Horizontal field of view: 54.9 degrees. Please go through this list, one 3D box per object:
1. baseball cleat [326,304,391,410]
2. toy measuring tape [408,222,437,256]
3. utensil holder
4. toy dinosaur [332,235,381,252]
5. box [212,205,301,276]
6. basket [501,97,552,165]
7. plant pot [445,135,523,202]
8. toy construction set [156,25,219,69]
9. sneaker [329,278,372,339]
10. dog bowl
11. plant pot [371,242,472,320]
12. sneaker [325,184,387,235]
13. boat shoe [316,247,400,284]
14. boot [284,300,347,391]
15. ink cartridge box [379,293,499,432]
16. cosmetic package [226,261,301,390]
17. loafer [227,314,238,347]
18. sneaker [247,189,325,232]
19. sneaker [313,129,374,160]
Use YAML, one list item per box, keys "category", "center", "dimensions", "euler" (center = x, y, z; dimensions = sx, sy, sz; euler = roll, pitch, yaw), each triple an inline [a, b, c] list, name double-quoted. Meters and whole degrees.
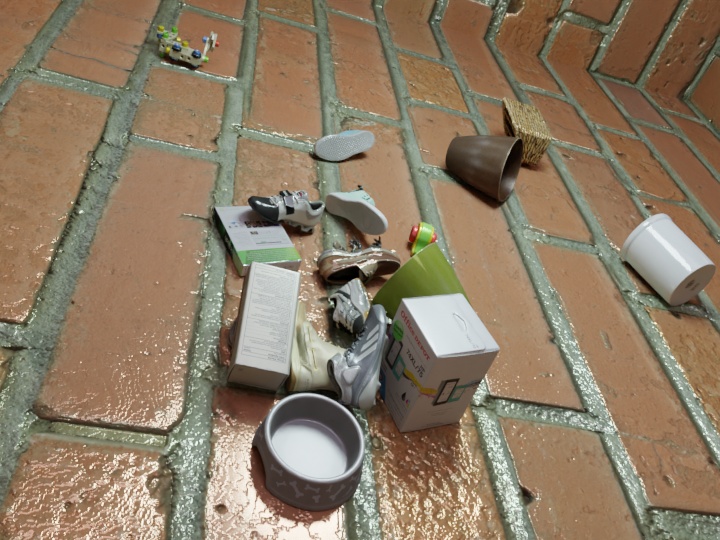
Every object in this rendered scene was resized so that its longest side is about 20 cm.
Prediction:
- category: "baseball cleat"
  center: [-0.004, 0.145, 1.247]
  dimensions: [0.104, 0.070, 0.204]
  euler: [16, 57, -15]
- category: "toy measuring tape"
  center: [0.151, -0.062, 1.697]
  dimensions: [0.072, 0.075, 0.202]
  euler: [19, 36, -4]
- category: "utensil holder"
  center: [0.863, -0.028, 1.944]
  dimensions: [0.166, 0.172, 0.202]
  euler: [-4, 45, -31]
- category: "toy dinosaur"
  center: [0.017, -0.042, 1.629]
  dimensions: [0.195, 0.048, 0.089]
  euler: [13, 40, -20]
- category: "box"
  center: [-0.232, -0.070, 1.540]
  dimensions: [0.141, 0.037, 0.201]
  euler: [-5, 43, -32]
- category: "basket"
  center: [0.527, -0.458, 2.323]
  dimensions: [0.145, 0.144, 0.203]
  euler: [11, 43, -18]
- category: "plant pot"
  center: [0.359, -0.325, 2.067]
  dimensions: [0.196, 0.191, 0.186]
  euler: [20, 33, 24]
- category: "toy construction set"
  center: [-0.530, -0.681, 2.110]
  dimensions: [0.194, 0.094, 0.133]
  euler: [3, 38, -7]
- category: "sneaker"
  center: [-0.011, 0.109, 1.399]
  dimensions: [0.086, 0.076, 0.202]
  euler: [-26, 39, 7]
- category: "dog bowl"
  center: [-0.080, 0.290, 1.147]
  dimensions: [0.195, 0.060, 0.202]
  euler: [14, 38, -11]
- category: "plant pot"
  center: [0.154, 0.082, 1.452]
  dimensions: [0.201, 0.188, 0.186]
  euler: [49, 42, 11]
- category: "sneaker"
  center: [0.018, -0.155, 1.718]
  dimensions: [0.198, 0.076, 0.117]
  euler: [30, 34, 35]
- category: "boat shoe"
  center: [0.000, 0.000, 1.546]
  dimensions: [0.194, 0.077, 0.073]
  euler: [-4, 45, -17]
- category: "boot"
  center: [-0.068, 0.149, 1.317]
  dimensions: [0.151, 0.074, 0.203]
  euler: [10, 40, -16]
- category: "ink cartridge box"
  center: [0.133, 0.169, 1.287]
  dimensions: [0.143, 0.203, 0.148]
  euler: [-3, 42, -29]
- category: "cosmetic package"
  center: [-0.174, 0.100, 1.253]
  dimensions: [0.101, 0.088, 0.204]
  euler: [15, 57, -15]
- category: "loafer"
  center: [-0.192, 0.077, 1.350]
  dimensions: [0.071, 0.064, 0.200]
  euler: [28, 37, 10]
- category: "sneaker"
  center: [-0.166, -0.155, 1.586]
  dimensions: [0.197, 0.089, 0.075]
  euler: [11, 35, -44]
- category: "sneaker"
  center: [-0.057, -0.357, 1.977]
  dimensions: [0.196, 0.076, 0.081]
  euler: [-13, 18, -32]
